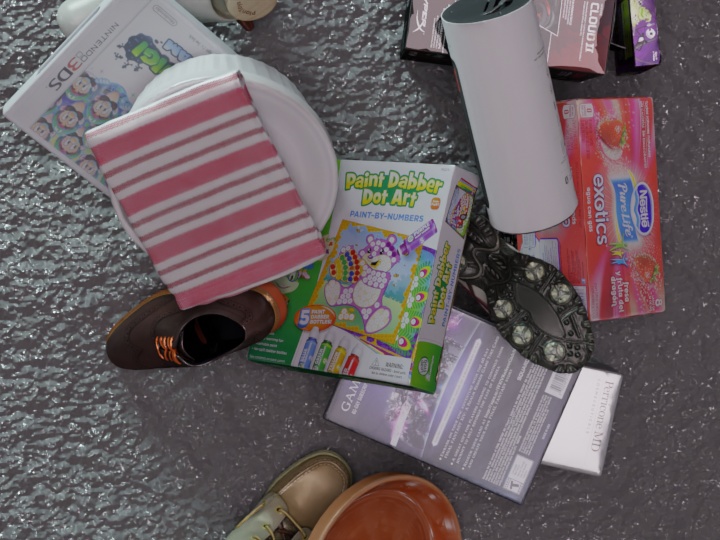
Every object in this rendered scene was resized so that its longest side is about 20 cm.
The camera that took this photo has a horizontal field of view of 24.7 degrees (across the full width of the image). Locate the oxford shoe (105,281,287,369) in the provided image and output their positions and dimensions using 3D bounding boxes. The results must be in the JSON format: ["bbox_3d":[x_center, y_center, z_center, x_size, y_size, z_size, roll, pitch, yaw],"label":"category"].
[{"bbox_3d":[-0.166,0.057,1.509,0.200,0.073,0.071,-19,104,32],"label":"oxford shoe"}]

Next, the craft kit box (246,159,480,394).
[{"bbox_3d":[0.000,0.000,1.484,0.200,0.048,0.198,5,78,40],"label":"craft kit box"}]

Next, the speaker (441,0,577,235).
[{"bbox_3d":[0.129,-0.137,1.405,0.081,0.081,0.200,-16,116,0],"label":"speaker"}]

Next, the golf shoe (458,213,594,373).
[{"bbox_3d":[0.140,0.015,1.489,0.077,0.088,0.200,-46,70,5],"label":"golf shoe"}]

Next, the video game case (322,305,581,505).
[{"bbox_3d":[0.084,0.109,1.504,0.200,0.019,0.143,24,92,0],"label":"video game case"}]

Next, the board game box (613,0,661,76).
[{"bbox_3d":[0.245,-0.283,1.511,0.032,0.120,0.200,-6,93,-3],"label":"board game box"}]

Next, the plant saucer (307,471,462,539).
[{"bbox_3d":[0.014,0.283,1.524,0.200,0.032,0.201,-11,107,-40],"label":"plant saucer"}]

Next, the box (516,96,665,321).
[{"bbox_3d":[0.207,-0.056,1.515,0.095,0.103,0.200,-6,92,-34],"label":"box"}]

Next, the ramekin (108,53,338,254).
[{"bbox_3d":[-0.123,-0.100,1.465,0.202,0.094,0.203,-3,122,-6],"label":"ramekin"}]

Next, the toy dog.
[{"bbox_3d":[-0.171,-0.241,1.521,0.200,0.096,0.132,-3,50,6],"label":"toy dog"}]

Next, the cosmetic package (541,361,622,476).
[{"bbox_3d":[0.135,0.121,1.550,0.200,0.071,0.102,11,92,-2],"label":"cosmetic package"}]

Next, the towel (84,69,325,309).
[{"bbox_3d":[-0.130,-0.066,1.415,0.146,0.030,0.200,-21,121,8],"label":"towel"}]

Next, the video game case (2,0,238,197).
[{"bbox_3d":[-0.190,-0.146,1.497,0.182,0.024,0.200,-43,118,17],"label":"video game case"}]

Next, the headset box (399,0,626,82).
[{"bbox_3d":[0.140,-0.219,1.497,0.200,0.149,0.075,7,94,-2],"label":"headset box"}]

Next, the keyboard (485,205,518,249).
[{"bbox_3d":[0.135,-0.040,1.569,0.127,0.021,0.200,-5,92,-1],"label":"keyboard"}]

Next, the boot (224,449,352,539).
[{"bbox_3d":[-0.082,0.256,1.510,0.072,0.155,0.200,44,91,-2],"label":"boot"}]
